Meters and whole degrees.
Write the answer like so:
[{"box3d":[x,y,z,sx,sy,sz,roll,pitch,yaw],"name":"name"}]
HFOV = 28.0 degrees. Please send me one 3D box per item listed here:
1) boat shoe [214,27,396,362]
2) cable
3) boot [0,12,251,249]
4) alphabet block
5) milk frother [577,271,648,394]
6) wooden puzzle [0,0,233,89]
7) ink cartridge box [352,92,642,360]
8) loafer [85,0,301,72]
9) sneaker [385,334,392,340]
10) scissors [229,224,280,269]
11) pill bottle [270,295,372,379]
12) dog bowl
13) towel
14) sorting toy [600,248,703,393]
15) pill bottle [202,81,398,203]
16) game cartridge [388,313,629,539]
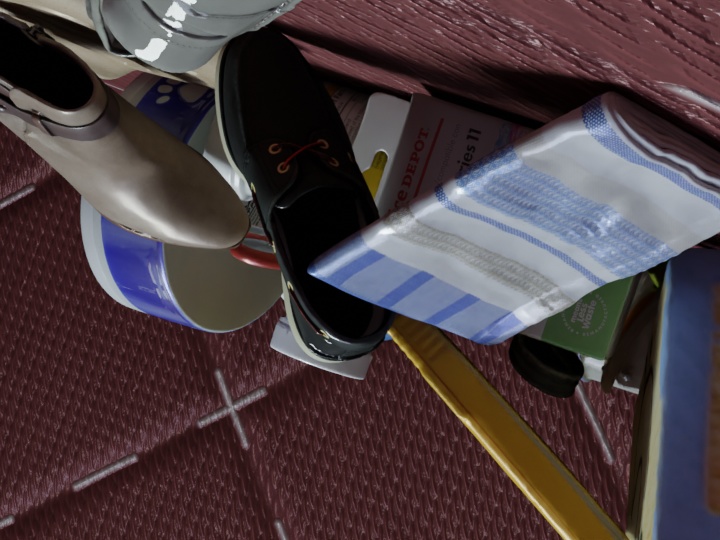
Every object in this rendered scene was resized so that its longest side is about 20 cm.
[{"box3d":[-0.028,-0.048,0.819,0.073,0.202,0.063,-15,174,-19],"name":"boat shoe"},{"box3d":[0.121,0.025,0.953,0.097,0.050,0.200,36,-166,6],"name":"cable"},{"box3d":[-0.160,-0.085,0.895,0.200,0.070,0.146,27,167,4],"name":"boot"},{"box3d":[0.256,0.124,0.819,0.196,0.196,0.200,7,148,8],"name":"alphabet block"},{"box3d":[0.284,0.095,1.165,0.188,0.201,0.180,18,-163,24],"name":"milk frother"},{"box3d":[-0.163,-0.159,0.894,0.185,0.046,0.200,19,176,-44],"name":"wooden puzzle"},{"box3d":[0.073,-0.033,0.869,0.199,0.118,0.067,19,-177,14],"name":"ink cartridge box"},{"box3d":[-0.055,-0.102,0.505,0.070,0.070,0.200,20,180,-19],"name":"loafer"},{"box3d":[0.014,-0.044,1.071,0.078,0.201,0.066,-22,154,19],"name":"sneaker"},{"box3d":[0.000,0.000,0.994,0.199,0.014,0.073,13,-167,-7],"name":"scissors"},{"box3d":[-0.004,-0.018,1.200,0.112,0.201,0.112,19,180,0],"name":"pill bottle"},{"box3d":[-0.114,-0.057,1.087,0.079,0.201,0.200,17,179,30],"name":"dog bowl"},{"box3d":[0.091,-0.018,0.735,0.200,0.024,0.147,-28,145,35],"name":"towel"},{"box3d":[0.273,0.022,1.017,0.199,0.107,0.180,5,-165,7],"name":"sorting toy"},{"box3d":[0.000,-0.062,0.979,0.199,0.113,0.113,20,180,11],"name":"pill bottle"},{"box3d":[0.089,0.101,0.905,0.200,0.032,0.176,47,-179,10],"name":"game cartridge"}]
